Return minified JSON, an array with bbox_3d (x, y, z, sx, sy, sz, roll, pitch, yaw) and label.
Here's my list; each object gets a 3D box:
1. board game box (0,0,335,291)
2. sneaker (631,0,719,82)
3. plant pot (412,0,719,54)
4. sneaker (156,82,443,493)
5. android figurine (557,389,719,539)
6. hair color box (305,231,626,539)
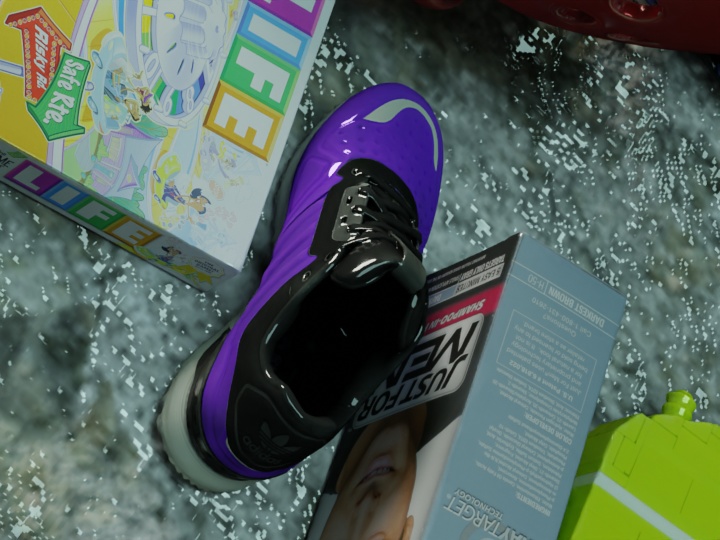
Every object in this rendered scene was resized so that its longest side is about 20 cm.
[{"bbox_3d":[-0.082,-0.110,0.983,0.134,0.034,0.201,29,62,-22],"label":"board game box"},{"bbox_3d":[0.206,-0.117,1.153,0.199,0.075,0.079,18,75,-18],"label":"sneaker"},{"bbox_3d":[0.102,-0.196,1.011,0.200,0.182,0.201,5,90,-69],"label":"plant pot"},{"bbox_3d":[0.000,0.001,0.959,0.069,0.099,0.201,37,59,-19],"label":"sneaker"},{"bbox_3d":[0.127,0.147,1.031,0.182,0.041,0.200,34,61,-19],"label":"android figurine"},{"bbox_3d":[0.032,0.093,0.952,0.061,0.099,0.201,30,61,-21],"label":"hair color box"}]
